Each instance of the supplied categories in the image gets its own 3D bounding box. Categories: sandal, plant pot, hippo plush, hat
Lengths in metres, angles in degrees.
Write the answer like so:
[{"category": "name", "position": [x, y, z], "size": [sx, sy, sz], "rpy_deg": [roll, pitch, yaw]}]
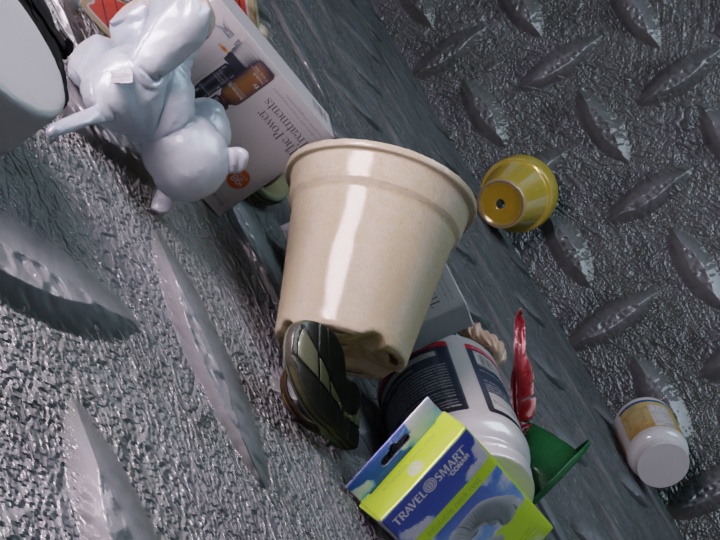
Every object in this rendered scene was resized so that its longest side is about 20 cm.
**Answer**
[{"category": "sandal", "position": [-0.116, -0.125, 1.525], "size": [0.080, 0.057, 0.201], "rpy_deg": [59, 12, 11]}, {"category": "plant pot", "position": [0.390, -0.188, 3.468], "size": [0.201, 0.201, 0.189], "rpy_deg": [57, 28, 3]}, {"category": "sandal", "position": [-0.043, 0.115, 1.236], "size": [0.201, 0.057, 0.080], "rpy_deg": [69, 28, -58]}, {"category": "plant pot", "position": [0.000, 0.000, 1.331], "size": [0.200, 0.200, 0.184], "rpy_deg": [43, 54, -48]}, {"category": "hippo plush", "position": [-0.161, -0.149, 1.198], "size": [0.161, 0.159, 0.200], "rpy_deg": [50, 13, -27]}, {"category": "hat", "position": [0.157, 0.192, 1.588], "size": [0.176, 0.166, 0.200], "rpy_deg": [48, 40, 8]}]

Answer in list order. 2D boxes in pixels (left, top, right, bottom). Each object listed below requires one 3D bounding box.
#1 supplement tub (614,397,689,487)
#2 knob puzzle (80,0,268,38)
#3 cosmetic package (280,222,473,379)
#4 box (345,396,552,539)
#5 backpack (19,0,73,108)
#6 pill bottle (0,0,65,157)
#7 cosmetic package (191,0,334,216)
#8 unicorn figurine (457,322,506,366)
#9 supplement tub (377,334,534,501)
[{"category": "supplement tub", "position": [0.687, 0.404, 3.154], "size": [0.145, 0.145, 0.200], "rpy_deg": [52, 13, -22]}, {"category": "knob puzzle", "position": [-0.193, -0.250, 1.374], "size": [0.220, 0.219, 0.030], "rpy_deg": [45, 49, -44]}, {"category": "cosmetic package", "position": [0.015, 0.004, 1.476], "size": [0.052, 0.151, 0.200], "rpy_deg": [64, 1, -53]}, {"category": "box", "position": [0.089, 0.228, 1.285], "size": [0.200, 0.122, 0.048], "rpy_deg": [49, -11, -33]}, {"category": "backpack", "position": [-0.295, -0.198, 0.890], "size": [0.200, 0.154, 0.163], "rpy_deg": [82, -16, -65]}, {"category": "pill bottle", "position": [-0.230, -0.047, 0.557], "size": [0.114, 0.200, 0.114], "rpy_deg": [52, 13, -17]}, {"category": "cosmetic package", "position": [-0.144, -0.169, 1.341], "size": [0.200, 0.151, 0.052], "rpy_deg": [48, 17, -34]}, {"category": "unicorn figurine", "position": [0.105, 0.155, 1.573], "size": [0.137, 0.200, 0.074], "rpy_deg": [31, 14, 10]}, {"category": "supplement tub", "position": [0.100, 0.176, 1.429], "size": [0.140, 0.140, 0.200], "rpy_deg": [49, 14, -32]}]
